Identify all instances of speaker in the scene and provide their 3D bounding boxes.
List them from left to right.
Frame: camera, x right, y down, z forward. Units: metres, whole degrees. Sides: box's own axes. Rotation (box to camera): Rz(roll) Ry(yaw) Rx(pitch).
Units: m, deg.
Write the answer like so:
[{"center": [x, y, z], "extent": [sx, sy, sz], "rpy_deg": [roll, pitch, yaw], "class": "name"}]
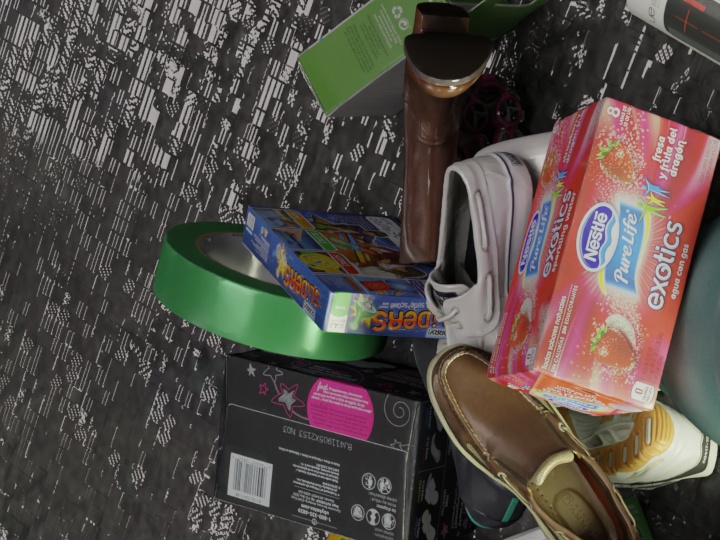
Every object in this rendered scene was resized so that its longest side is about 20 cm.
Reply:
[{"center": [0.294, -0.179, 1.497], "extent": [0.200, 0.081, 0.082], "rpy_deg": [36, 112, 27], "class": "speaker"}]

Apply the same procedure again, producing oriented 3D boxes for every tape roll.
[{"center": [-0.069, 0.015, 1.685], "extent": [0.200, 0.200, 0.049], "rpy_deg": [23, 107, 31], "class": "tape roll"}]

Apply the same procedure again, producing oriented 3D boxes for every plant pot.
[{"center": [0.283, 0.042, 1.464], "extent": [0.134, 0.199, 0.202], "rpy_deg": [5, 96, 52], "class": "plant pot"}]

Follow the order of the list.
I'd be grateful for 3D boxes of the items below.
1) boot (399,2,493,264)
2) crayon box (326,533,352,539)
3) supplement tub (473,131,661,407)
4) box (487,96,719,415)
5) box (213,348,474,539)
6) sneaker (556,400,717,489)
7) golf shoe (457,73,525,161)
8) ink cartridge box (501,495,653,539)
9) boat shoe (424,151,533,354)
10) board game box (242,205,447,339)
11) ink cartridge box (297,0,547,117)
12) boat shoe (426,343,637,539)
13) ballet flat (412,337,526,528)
[{"center": [0.056, -0.082, 1.523], "extent": [0.064, 0.187, 0.201], "rpy_deg": [6, 111, 2], "class": "boot"}, {"center": [0.015, 0.281, 1.690], "extent": [0.199, 0.051, 0.127], "rpy_deg": [12, 64, 39], "class": "crayon box"}, {"center": [0.167, -0.003, 1.555], "extent": [0.145, 0.145, 0.202], "rpy_deg": [-10, 88, 34], "class": "supplement tub"}, {"center": [0.168, -0.007, 1.426], "extent": [0.100, 0.095, 0.201], "rpy_deg": [159, 129, -73], "class": "box"}, {"center": [-0.008, 0.145, 1.704], "extent": [0.199, 0.114, 0.133], "rpy_deg": [12, 101, 34], "class": "box"}, {"center": [0.194, 0.146, 1.592], "extent": [0.200, 0.087, 0.076], "rpy_deg": [-9, 67, 56], "class": "sneaker"}, {"center": [0.092, -0.057, 1.658], "extent": [0.092, 0.072, 0.202], "rpy_deg": [1, 94, 60], "class": "golf shoe"}, {"center": [0.185, 0.286, 1.561], "extent": [0.087, 0.145, 0.201], "rpy_deg": [-25, 78, 31], "class": "ink cartridge box"}, {"center": [0.078, 0.012, 1.502], "extent": [0.073, 0.065, 0.202], "rpy_deg": [23, 115, 54], "class": "boat shoe"}, {"center": [0.000, 0.000, 1.624], "extent": [0.200, 0.134, 0.035], "rpy_deg": [-135, 53, -61], "class": "board game box"}, {"center": [0.057, -0.199, 1.642], "extent": [0.200, 0.104, 0.060], "rpy_deg": [-34, 75, 31], "class": "ink cartridge box"}, {"center": [0.129, 0.131, 1.457], "extent": [0.075, 0.075, 0.202], "rpy_deg": [-44, 94, -12], "class": "boat shoe"}, {"center": [0.093, 0.100, 1.585], "extent": [0.073, 0.073, 0.201], "rpy_deg": [-34, 56, 31], "class": "ballet flat"}]
